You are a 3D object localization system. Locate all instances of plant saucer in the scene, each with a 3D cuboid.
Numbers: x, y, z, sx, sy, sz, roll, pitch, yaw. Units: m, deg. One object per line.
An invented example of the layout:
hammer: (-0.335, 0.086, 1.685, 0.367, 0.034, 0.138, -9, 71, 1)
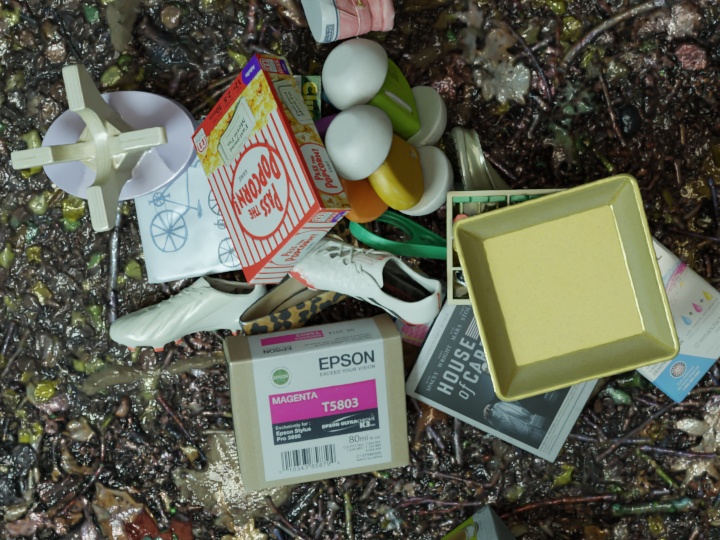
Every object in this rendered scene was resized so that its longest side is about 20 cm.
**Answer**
plant saucer: (0.217, 0.018, 1.137, 0.198, 0.048, 0.202, -15, 93, 8)

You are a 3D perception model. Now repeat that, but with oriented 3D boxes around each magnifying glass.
magnifying glass: (0.083, -0.028, 1.230, 0.198, 0.080, 0.023, 16, 118, -3)

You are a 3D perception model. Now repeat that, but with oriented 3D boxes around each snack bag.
snack bag: (-0.181, -0.090, 1.287, 0.198, 0.021, 0.190, -8, 95, 13)

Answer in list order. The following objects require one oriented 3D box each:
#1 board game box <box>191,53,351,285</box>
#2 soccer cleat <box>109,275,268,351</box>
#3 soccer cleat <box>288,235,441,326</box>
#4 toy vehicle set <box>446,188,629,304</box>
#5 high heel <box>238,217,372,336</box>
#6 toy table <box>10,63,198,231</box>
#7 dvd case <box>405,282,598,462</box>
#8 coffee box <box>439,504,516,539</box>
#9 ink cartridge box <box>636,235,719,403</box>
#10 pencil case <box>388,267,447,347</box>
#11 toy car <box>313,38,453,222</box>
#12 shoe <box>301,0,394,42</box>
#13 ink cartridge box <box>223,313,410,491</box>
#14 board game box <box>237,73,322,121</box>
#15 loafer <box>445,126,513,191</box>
board game box: (-0.102, -0.109, 1.168, 0.151, 0.046, 0.201, -43, 62, 40)
soccer cleat: (-0.207, 0.045, 1.292, 0.198, 0.069, 0.078, -8, 116, -4)
soccer cleat: (0.000, 0.000, 1.190, 0.199, 0.085, 0.069, 25, 66, 3)
toy vehicle set: (0.194, -0.027, 1.174, 0.198, 0.027, 0.126, -1, 94, 6)
high heel: (-0.061, -0.001, 1.248, 0.071, 0.142, 0.202, 30, 106, 42)
toy table: (-0.297, -0.141, 1.235, 0.199, 0.117, 0.185, -20, 93, 13)
dvd case: (0.167, 0.116, 1.232, 0.199, 0.025, 0.151, 24, 105, -2)
coffee box: (0.141, 0.444, 1.266, 0.197, 0.200, 0.201, -37, 95, 6)
ink cartridge box: (0.321, 0.033, 1.246, 0.200, 0.125, 0.129, 39, 96, -3)
pencil case: (0.133, 0.066, 1.277, 0.199, 0.083, 0.091, 22, 126, -2)
toy car: (0.006, -0.148, 1.213, 0.149, 0.175, 0.202, -22, 58, 33)
shoe: (-0.027, -0.345, 1.193, 0.090, 0.072, 0.202, -10, 68, -18)
ink cartridge box: (-0.049, 0.150, 1.220, 0.198, 0.075, 0.166, -8, 109, -9)
board game box: (-0.097, -0.135, 1.291, 0.104, 0.023, 0.202, 2, 98, 4)
loafer: (0.157, -0.082, 1.267, 0.068, 0.076, 0.201, -22, 108, -4)
